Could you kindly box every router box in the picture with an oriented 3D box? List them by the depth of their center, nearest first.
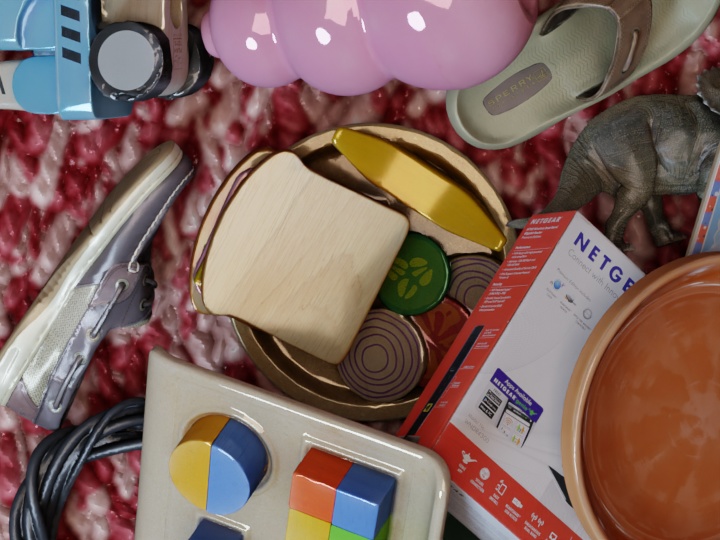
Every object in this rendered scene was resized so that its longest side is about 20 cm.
[{"bbox_3d":[0.136,0.095,1.670,0.200,0.049,0.180,41,69,-23],"label":"router box"}]

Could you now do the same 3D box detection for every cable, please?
[{"bbox_3d":[-0.136,0.178,1.753,0.163,0.051,0.201,5,101,1],"label":"cable"}]

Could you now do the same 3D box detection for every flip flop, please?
[{"bbox_3d":[0.138,-0.142,1.702,0.200,0.058,0.081,-33,95,6],"label":"flip flop"}]

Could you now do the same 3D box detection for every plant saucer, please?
[{"bbox_3d":[0.201,0.087,1.646,0.200,0.032,0.201,-6,102,-28],"label":"plant saucer"}]

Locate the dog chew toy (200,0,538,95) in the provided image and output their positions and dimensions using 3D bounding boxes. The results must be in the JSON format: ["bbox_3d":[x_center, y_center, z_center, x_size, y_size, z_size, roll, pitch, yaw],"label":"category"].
[{"bbox_3d":[0.001,-0.159,1.678,0.199,0.125,0.125,-11,97,17],"label":"dog chew toy"}]

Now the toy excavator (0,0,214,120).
[{"bbox_3d":[-0.198,-0.124,1.710,0.199,0.100,0.195,1,96,15],"label":"toy excavator"}]

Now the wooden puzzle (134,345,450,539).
[{"bbox_3d":[-0.050,0.154,1.639,0.200,0.046,0.186,22,130,18],"label":"wooden puzzle"}]

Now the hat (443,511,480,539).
[{"bbox_3d":[0.042,0.153,1.766,0.165,0.176,0.200,-33,122,-16],"label":"hat"}]

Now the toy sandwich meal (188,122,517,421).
[{"bbox_3d":[0.000,0.000,1.720,0.204,0.070,0.206,0,97,2],"label":"toy sandwich meal"}]

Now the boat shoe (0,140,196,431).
[{"bbox_3d":[-0.156,0.011,1.731,0.065,0.072,0.200,35,101,-8],"label":"boat shoe"}]

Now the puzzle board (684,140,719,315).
[{"bbox_3d":[0.267,-0.037,1.681,0.150,0.017,0.201,9,101,-33],"label":"puzzle board"}]

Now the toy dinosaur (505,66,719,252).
[{"bbox_3d":[0.183,-0.068,1.714,0.199,0.077,0.103,-15,85,9],"label":"toy dinosaur"}]
